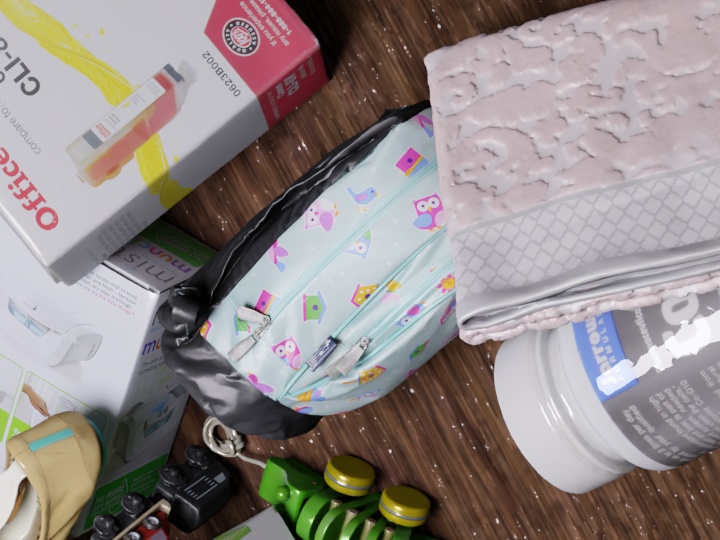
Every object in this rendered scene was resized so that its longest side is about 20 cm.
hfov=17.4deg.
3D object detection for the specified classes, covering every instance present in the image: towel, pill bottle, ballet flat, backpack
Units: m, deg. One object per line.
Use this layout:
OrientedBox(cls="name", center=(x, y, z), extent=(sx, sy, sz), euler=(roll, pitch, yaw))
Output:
OrientedBox(cls="towel", center=(0.133, -0.065, 1.192), extent=(0.199, 0.032, 0.192), euler=(-14, 52, 14))
OrientedBox(cls="pill bottle", center=(0.175, 0.036, 1.233), extent=(0.200, 0.114, 0.114), euler=(-30, 86, 30))
OrientedBox(cls="ballet flat", center=(-0.208, 0.160, 1.394), extent=(0.069, 0.063, 0.200), euler=(48, 133, 30))
OrientedBox(cls="backpack", center=(0.000, 0.000, 1.310), extent=(0.200, 0.167, 0.127), euler=(-43, 89, 16))

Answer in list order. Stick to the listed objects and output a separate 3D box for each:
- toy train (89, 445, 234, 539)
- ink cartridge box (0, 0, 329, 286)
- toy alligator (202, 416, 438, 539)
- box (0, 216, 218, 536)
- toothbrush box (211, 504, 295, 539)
OrientedBox(cls="toy train", center=(-0.135, 0.161, 1.384), extent=(0.046, 0.200, 0.034), euler=(34, 125, 15))
OrientedBox(cls="ink cartridge box", center=(-0.140, -0.109, 1.335), extent=(0.200, 0.083, 0.145), euler=(-39, 82, -4))
OrientedBox(cls="toy alligator", center=(-0.025, 0.142, 1.402), extent=(0.199, 0.054, 0.060), euler=(26, 113, 21))
OrientedBox(cls="box", center=(-0.204, 0.033, 1.450), extent=(0.200, 0.097, 0.177), euler=(28, 114, 20))
OrientedBox(cls="toothbrush box", center=(-0.129, 0.236, 1.403), extent=(0.200, 0.145, 0.086), euler=(-34, 89, 45))
